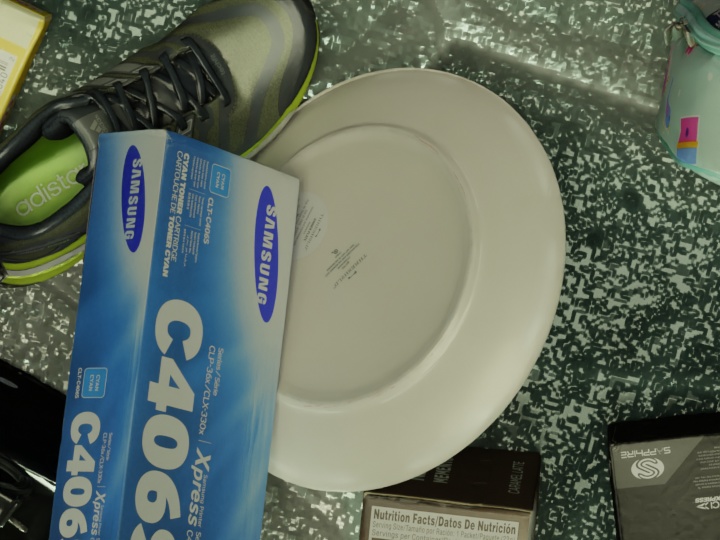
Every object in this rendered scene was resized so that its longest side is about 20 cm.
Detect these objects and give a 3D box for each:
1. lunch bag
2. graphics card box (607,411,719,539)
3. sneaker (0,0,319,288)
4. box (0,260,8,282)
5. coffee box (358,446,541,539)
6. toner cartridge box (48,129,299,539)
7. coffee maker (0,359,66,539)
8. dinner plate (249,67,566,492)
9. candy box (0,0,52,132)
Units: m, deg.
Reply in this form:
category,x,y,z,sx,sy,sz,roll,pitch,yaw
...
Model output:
category,x,y,z,sx,sy,sz,roll,pitch,yaw
lunch bag,0.227,-0.075,1.199,0.200,0.160,0.077,8,106,-2
graphics card box,0.188,0.165,1.297,0.125,0.051,0.200,-7,100,7
sneaker,-0.102,-0.063,1.254,0.200,0.081,0.074,-38,84,0
box,-0.263,-0.030,1.240,0.158,0.050,0.200,-41,61,20
coffee box,0.034,0.190,1.283,0.080,0.114,0.200,6,99,3
toner cartridge box,-0.081,0.046,1.203,0.043,0.095,0.200,-2,77,37
coffee maker,-0.213,0.147,1.255,0.135,0.192,0.200,32,99,12
dinner plate,0.000,0.000,1.237,0.200,0.024,0.200,-13,65,30
candy box,-0.232,-0.052,1.306,0.102,0.026,0.200,26,101,2
